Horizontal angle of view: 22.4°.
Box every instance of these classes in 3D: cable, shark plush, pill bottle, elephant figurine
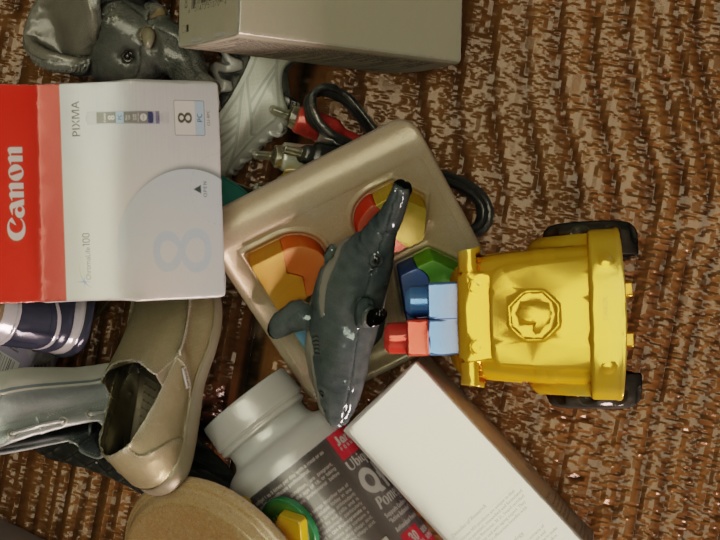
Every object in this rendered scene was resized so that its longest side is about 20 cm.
[{"bbox_3d":[0.014,-0.086,1.461,0.199,0.050,0.098,15,81,-18],"label":"cable"},{"bbox_3d":[0.010,0.021,1.372,0.090,0.083,0.200,19,120,-26],"label":"shark plush"},{"bbox_3d":[-0.033,0.181,1.441,0.111,0.111,0.200,-38,86,5],"label":"pill bottle"},{"bbox_3d":[-0.200,-0.202,1.447,0.141,0.155,0.201,-3,84,-19],"label":"elephant figurine"}]

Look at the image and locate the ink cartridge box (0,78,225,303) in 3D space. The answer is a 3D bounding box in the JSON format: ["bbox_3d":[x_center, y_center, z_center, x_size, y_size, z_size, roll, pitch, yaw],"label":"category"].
[{"bbox_3d":[-0.193,-0.057,1.313,0.199,0.047,0.161,-2,91,-36],"label":"ink cartridge box"}]

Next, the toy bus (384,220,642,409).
[{"bbox_3d":[0.114,0.038,1.375,0.191,0.200,0.137,-3,88,6],"label":"toy bus"}]

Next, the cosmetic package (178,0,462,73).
[{"bbox_3d":[-0.029,-0.206,1.395,0.199,0.103,0.088,4,88,-34],"label":"cosmetic package"}]

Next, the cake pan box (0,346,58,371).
[{"bbox_3d":[-0.306,-0.016,1.469,0.199,0.052,0.185,28,108,19],"label":"cake pan box"}]

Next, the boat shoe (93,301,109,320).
[{"bbox_3d":[-0.195,-0.046,1.482,0.072,0.072,0.201,27,107,20],"label":"boat shoe"}]

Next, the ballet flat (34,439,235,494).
[{"bbox_3d":[-0.183,0.156,1.497,0.199,0.067,0.057,26,133,8],"label":"ballet flat"}]

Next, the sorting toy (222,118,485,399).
[{"bbox_3d":[0.000,0.000,1.426,0.184,0.037,0.200,-26,125,6],"label":"sorting toy"}]

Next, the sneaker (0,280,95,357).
[{"bbox_3d":[-0.271,-0.008,1.398,0.070,0.108,0.200,-52,46,22],"label":"sneaker"}]

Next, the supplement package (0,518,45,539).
[{"bbox_3d":[-0.326,0.263,1.472,0.199,0.121,0.120,24,93,6],"label":"supplement package"}]

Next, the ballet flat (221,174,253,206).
[{"bbox_3d":[-0.097,-0.034,1.452,0.200,0.068,0.062,32,136,-30],"label":"ballet flat"}]

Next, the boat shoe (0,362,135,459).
[{"bbox_3d":[-0.214,0.116,1.438,0.070,0.200,0.072,-36,63,48],"label":"boat shoe"}]

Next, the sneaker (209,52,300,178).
[{"bbox_3d":[-0.099,-0.117,1.473,0.081,0.075,0.201,22,95,-5],"label":"sneaker"}]

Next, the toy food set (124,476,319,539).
[{"bbox_3d":[-0.104,0.250,1.422,0.197,0.049,0.201,14,118,32],"label":"toy food set"}]

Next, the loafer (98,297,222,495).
[{"bbox_3d":[-0.157,0.069,1.399,0.075,0.068,0.201,-11,67,35],"label":"loafer"}]

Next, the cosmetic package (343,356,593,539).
[{"bbox_3d":[0.088,0.166,1.429,0.085,0.108,0.200,-45,83,6],"label":"cosmetic package"}]
